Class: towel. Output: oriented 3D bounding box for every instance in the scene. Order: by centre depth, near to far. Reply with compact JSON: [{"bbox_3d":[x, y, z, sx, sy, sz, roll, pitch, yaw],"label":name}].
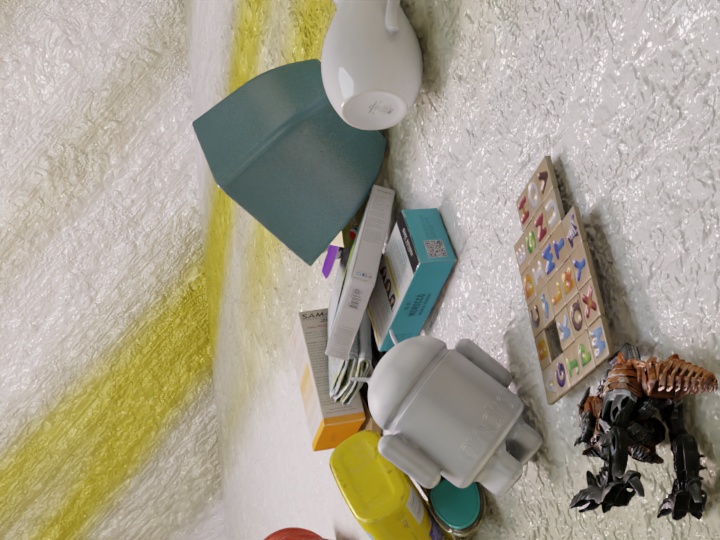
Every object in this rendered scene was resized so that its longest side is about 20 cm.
[{"bbox_3d":[-0.016,0.084,1.564,0.171,0.048,0.201,110,160,-57],"label":"towel"}]

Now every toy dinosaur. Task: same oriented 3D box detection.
[{"bbox_3d":[0.210,0.115,0.785,0.200,0.101,0.137,66,-155,-65],"label":"toy dinosaur"}]

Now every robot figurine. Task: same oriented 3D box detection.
[{"bbox_3d":[0.090,0.146,1.069,0.200,0.170,0.113,36,146,10],"label":"robot figurine"}]

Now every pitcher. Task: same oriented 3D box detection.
[{"bbox_3d":[0.020,-0.285,1.208,0.172,0.121,0.201,127,145,-58],"label":"pitcher"}]

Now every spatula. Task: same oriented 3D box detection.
[{"bbox_3d":[-0.039,-0.025,1.592,0.200,0.020,0.057,-55,-15,-81],"label":"spatula"}]

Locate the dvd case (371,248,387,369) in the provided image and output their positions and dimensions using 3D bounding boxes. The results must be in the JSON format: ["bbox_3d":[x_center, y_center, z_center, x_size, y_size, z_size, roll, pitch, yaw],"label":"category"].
[{"bbox_3d":[0.040,0.089,1.483,0.201,0.016,0.149,100,157,-49],"label":"dvd case"}]

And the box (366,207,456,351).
[{"bbox_3d":[0.059,0.015,1.291,0.200,0.049,0.083,112,148,-52],"label":"box"}]

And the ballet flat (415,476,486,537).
[{"bbox_3d":[0.110,0.273,1.264,0.200,0.070,0.071,-128,34,-59],"label":"ballet flat"}]

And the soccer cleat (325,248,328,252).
[{"bbox_3d":[-0.064,-0.106,1.679,0.087,0.070,0.200,56,157,28],"label":"soccer cleat"}]

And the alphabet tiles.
[{"bbox_3d":[0.178,0.006,0.937,0.167,0.007,0.201,109,154,-67],"label":"alphabet tiles"}]

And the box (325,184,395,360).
[{"bbox_3d":[0.000,0.000,1.358,0.200,0.036,0.145,-75,3,-50],"label":"box"}]

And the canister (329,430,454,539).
[{"bbox_3d":[0.047,0.311,1.290,0.200,0.086,0.149,59,178,-39],"label":"canister"}]

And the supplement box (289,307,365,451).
[{"bbox_3d":[-0.056,0.178,1.678,0.126,0.073,0.201,111,149,-60],"label":"supplement box"}]

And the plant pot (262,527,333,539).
[{"bbox_3d":[-0.095,0.582,1.914,0.195,0.200,0.202,147,114,-63],"label":"plant pot"}]

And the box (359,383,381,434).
[{"bbox_3d":[-0.003,0.261,1.707,0.164,0.021,0.201,-117,25,-49],"label":"box"}]

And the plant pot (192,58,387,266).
[{"bbox_3d":[-0.081,-0.171,1.409,0.196,0.200,0.196,42,-168,-36],"label":"plant pot"}]

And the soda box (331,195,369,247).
[{"bbox_3d":[-0.063,-0.086,1.551,0.200,0.064,0.068,13,115,51],"label":"soda box"}]
